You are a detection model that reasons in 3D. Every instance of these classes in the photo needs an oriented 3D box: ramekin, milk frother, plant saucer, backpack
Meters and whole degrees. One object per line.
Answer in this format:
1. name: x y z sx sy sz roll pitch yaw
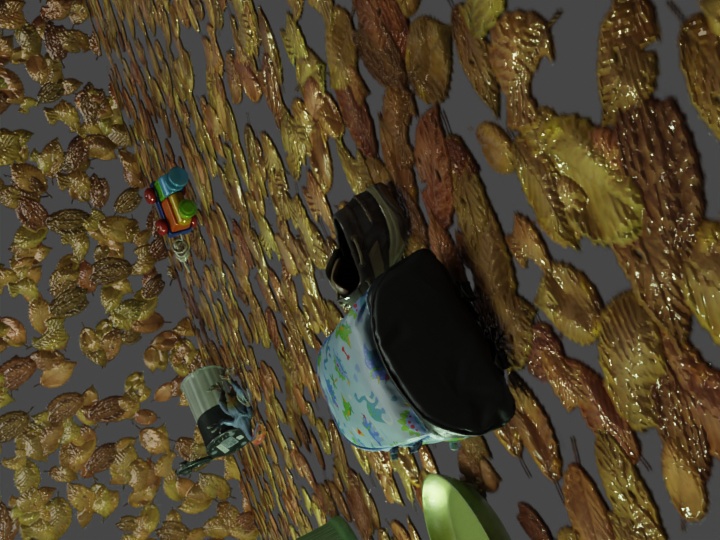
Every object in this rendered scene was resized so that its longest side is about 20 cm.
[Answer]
1. ramekin: -0.044 0.522 1.642 0.200 0.097 0.201 161 90 -73
2. milk frother: -0.380 0.366 2.351 0.181 0.199 0.188 89 156 -55
3. plant saucer: 0.122 0.296 0.998 0.200 0.031 0.201 161 90 -73
4. backpack: 0.038 0.089 0.883 0.164 0.153 0.200 62 175 5

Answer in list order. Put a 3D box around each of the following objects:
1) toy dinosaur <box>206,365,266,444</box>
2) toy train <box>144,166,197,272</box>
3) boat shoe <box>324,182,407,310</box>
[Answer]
1. toy dinosaur: -0.256 0.305 2.172 0.182 0.105 0.200 52 -164 16
2. toy train: -0.361 -0.106 1.996 0.116 0.084 0.201 -32 77 59
3. boat shoe: 0.000 0.000 0.979 0.200 0.073 0.075 87 157 -43
